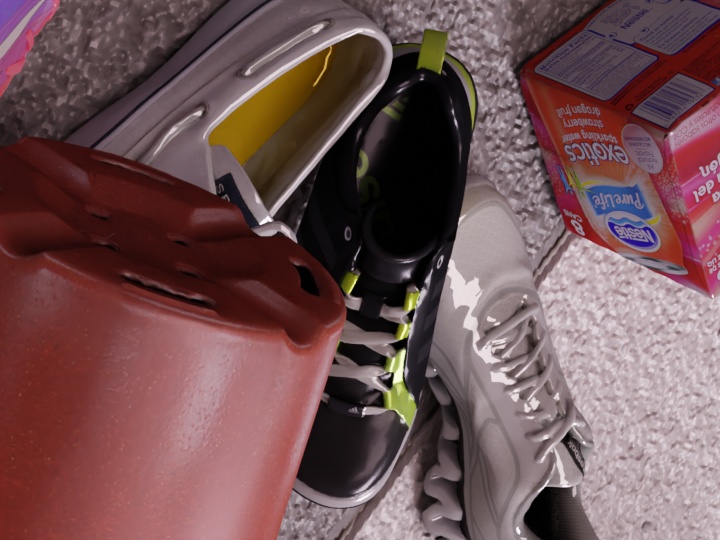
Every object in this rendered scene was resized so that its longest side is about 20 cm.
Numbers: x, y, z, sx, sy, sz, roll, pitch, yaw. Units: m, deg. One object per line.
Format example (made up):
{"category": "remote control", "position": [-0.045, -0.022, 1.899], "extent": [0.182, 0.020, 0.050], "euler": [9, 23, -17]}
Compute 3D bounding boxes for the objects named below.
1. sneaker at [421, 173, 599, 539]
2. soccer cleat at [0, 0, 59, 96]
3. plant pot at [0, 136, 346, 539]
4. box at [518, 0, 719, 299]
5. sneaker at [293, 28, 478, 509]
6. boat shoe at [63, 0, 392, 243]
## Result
{"category": "sneaker", "position": [0.065, 0.050, 1.163], "extent": [0.075, 0.081, 0.201], "euler": [-28, 124, -26]}
{"category": "soccer cleat", "position": [-0.141, -0.083, 0.939], "extent": [0.073, 0.068, 0.201], "euler": [12, 99, -51]}
{"category": "plant pot", "position": [-0.107, 0.071, 0.922], "extent": [0.200, 0.201, 0.196], "euler": [7, 112, -42]}
{"category": "box", "position": [0.181, -0.091, 1.183], "extent": [0.200, 0.100, 0.096], "euler": [-38, 129, -22]}
{"category": "sneaker", "position": [0.000, 0.000, 1.071], "extent": [0.071, 0.083, 0.201], "euler": [11, 95, -2]}
{"category": "boat shoe", "position": [-0.060, -0.026, 1.016], "extent": [0.202, 0.086, 0.075], "euler": [-44, 131, -17]}
